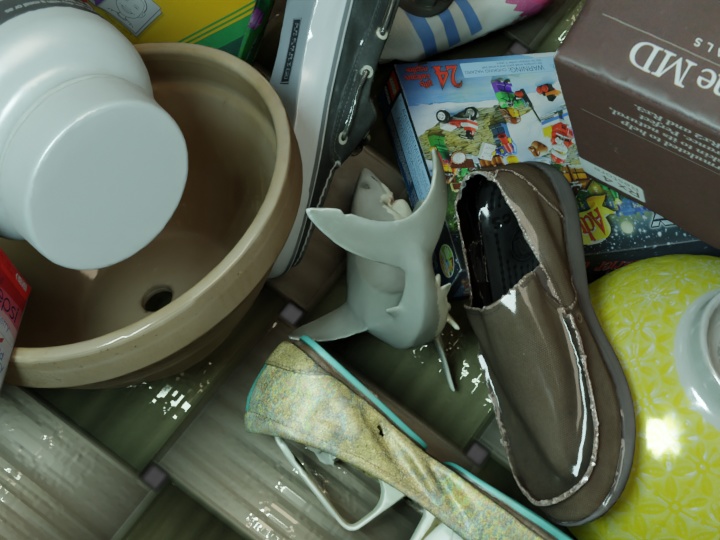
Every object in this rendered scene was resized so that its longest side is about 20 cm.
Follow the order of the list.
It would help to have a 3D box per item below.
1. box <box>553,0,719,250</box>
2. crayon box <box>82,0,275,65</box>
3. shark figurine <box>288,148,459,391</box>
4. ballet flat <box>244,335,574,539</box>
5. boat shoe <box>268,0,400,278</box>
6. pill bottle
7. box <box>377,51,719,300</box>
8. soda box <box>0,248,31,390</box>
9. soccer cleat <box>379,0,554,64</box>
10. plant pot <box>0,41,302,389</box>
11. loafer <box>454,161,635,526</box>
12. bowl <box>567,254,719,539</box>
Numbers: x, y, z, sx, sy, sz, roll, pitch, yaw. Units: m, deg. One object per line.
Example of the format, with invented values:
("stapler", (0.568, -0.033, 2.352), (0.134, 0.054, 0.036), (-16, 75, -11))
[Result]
("box", (0.226, -0.126, 0.938), (0.165, 0.164, 0.201), (28, 79, 21))
("crayon box", (-0.139, -0.185, 0.986), (0.199, 0.119, 0.059), (30, 56, 1))
("shark figurine", (0.004, 0.014, 0.909), (0.089, 0.214, 0.130), (-14, 93, -3))
("ballet flat", (0.025, 0.114, 0.904), (0.199, 0.071, 0.071), (37, 57, -1))
("boat shoe", (-0.017, -0.091, 0.955), (0.056, 0.069, 0.202), (10, 99, -23))
("pill bottle", (-0.164, -0.083, 0.829), (0.110, 0.112, 0.200), (-24, 42, -28))
("box", (0.123, -0.062, 1.049), (0.198, 0.038, 0.138), (-7, 64, -21))
("soda box", (-0.255, 0.019, 0.807), (0.198, 0.070, 0.064), (-2, 55, 19))
("soccer cleat", (0.046, -0.165, 1.071), (0.199, 0.086, 0.070), (-19, 72, -52))
("plant pot", (-0.115, -0.011, 0.887), (0.199, 0.093, 0.202), (-12, 47, 13))
("loafer", (0.082, 0.034, 0.921), (0.071, 0.073, 0.202), (13, 55, -45))
("bowl", (0.196, 0.067, 0.958), (0.198, 0.108, 0.202), (8, 59, -14))
